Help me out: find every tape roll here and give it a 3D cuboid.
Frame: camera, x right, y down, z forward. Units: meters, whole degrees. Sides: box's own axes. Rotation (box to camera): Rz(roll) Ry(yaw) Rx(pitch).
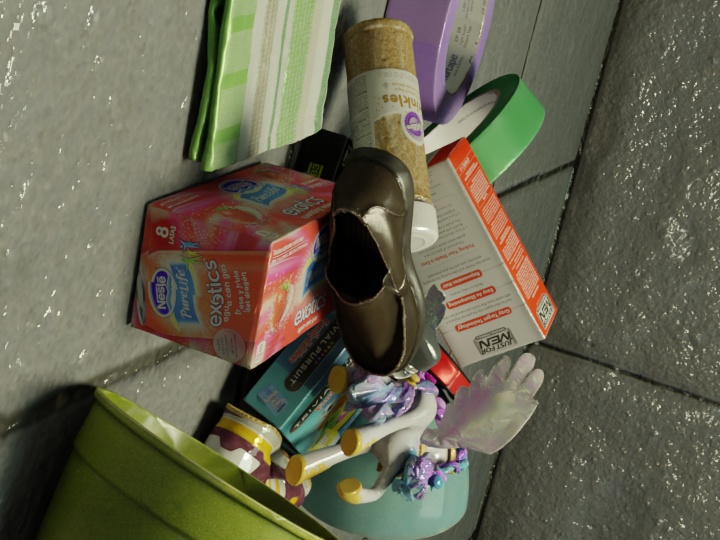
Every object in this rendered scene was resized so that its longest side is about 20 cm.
[{"bbox_3d":[0.106,-0.128,1.299,0.200,0.048,0.201,-39,-165,12],"label":"tape roll"},{"bbox_3d":[0.084,-0.260,1.276,0.200,0.065,0.203,18,90,-74],"label":"tape roll"}]

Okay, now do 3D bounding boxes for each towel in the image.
[{"bbox_3d":[-0.070,-0.163,0.918,0.200,0.030,0.151,-32,135,-64],"label":"towel"}]

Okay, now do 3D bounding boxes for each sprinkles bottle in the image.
[{"bbox_3d":[0.024,-0.118,1.063,0.068,0.067,0.203,55,27,-71],"label":"sprinkles bottle"}]

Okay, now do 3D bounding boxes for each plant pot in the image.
[{"bbox_3d":[0.028,0.177,1.309,0.200,0.198,0.137,-40,141,-63],"label":"plant pot"},{"bbox_3d":[-0.143,0.213,0.800,0.194,0.199,0.200,-57,162,-7],"label":"plant pot"}]

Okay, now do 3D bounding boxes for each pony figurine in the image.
[{"bbox_3d":[0.048,0.130,1.109,0.198,0.166,0.195,2,120,-44],"label":"pony figurine"}]

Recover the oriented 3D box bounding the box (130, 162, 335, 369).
[{"bbox_3d":[-0.077,-0.012,0.908,0.200,0.101,0.096,-32,136,-66],"label":"box"}]

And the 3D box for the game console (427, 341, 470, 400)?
[{"bbox_3d":[0.066,0.086,1.304,0.031,0.200,0.177,-40,137,-2],"label":"game console"}]

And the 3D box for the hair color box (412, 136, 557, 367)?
[{"bbox_3d":[0.099,-0.016,1.174,0.202,0.101,0.061,61,31,-14],"label":"hair color box"}]

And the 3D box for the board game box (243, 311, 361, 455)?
[{"bbox_3d":[-0.028,0.102,1.154,0.151,0.047,0.200,-51,163,-11],"label":"board game box"}]

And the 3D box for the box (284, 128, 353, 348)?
[{"bbox_3d":[-0.036,-0.016,1.155,0.200,0.047,0.196,35,70,-73],"label":"box"}]

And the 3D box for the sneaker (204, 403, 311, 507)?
[{"bbox_3d":[-0.106,0.196,1.106,0.091,0.074,0.201,-57,154,-19],"label":"sneaker"}]

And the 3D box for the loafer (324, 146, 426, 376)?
[{"bbox_3d":[0.000,0.007,0.898,0.071,0.072,0.202,-51,144,-42],"label":"loafer"}]

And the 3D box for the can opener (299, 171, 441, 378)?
[{"bbox_3d":[0.000,0.000,1.021,0.067,0.201,0.053,-34,180,41],"label":"can opener"}]
